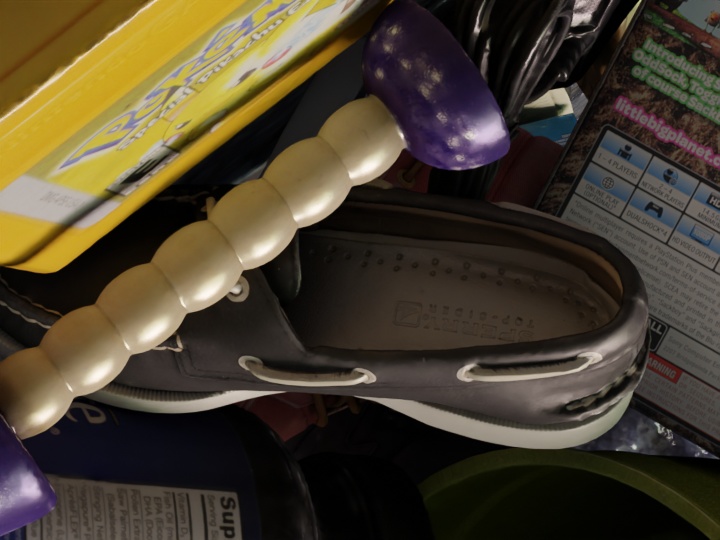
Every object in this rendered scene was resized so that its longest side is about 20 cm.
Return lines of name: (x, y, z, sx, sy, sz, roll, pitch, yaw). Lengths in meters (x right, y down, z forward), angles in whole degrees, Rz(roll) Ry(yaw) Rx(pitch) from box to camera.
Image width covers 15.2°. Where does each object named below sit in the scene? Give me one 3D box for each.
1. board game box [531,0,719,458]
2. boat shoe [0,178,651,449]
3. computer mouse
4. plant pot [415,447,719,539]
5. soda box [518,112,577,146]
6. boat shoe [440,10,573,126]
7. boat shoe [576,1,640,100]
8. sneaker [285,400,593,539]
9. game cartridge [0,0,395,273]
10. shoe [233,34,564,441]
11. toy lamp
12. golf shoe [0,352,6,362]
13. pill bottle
board game box: (0.157, -0.038, 0.846, 0.201, 0.159, 0.097, -62, 171, 14)
boat shoe: (-0.016, 0.005, 0.766, 0.060, 0.199, 0.074, 94, 9, -63)
computer mouse: (0.069, -0.110, 0.804, 0.200, 0.046, 0.141, -54, 171, -26)
plant pot: (0.121, 0.145, 0.888, 0.192, 0.201, 0.200, -8, 154, -50)
soda box: (0.000, 0.000, 1.034, 0.199, 0.064, 0.068, -14, 165, -29)
boat shoe: (0.051, -0.071, 1.117, 0.071, 0.068, 0.200, -10, 163, 5)
boat shoe: (0.107, -0.106, 1.054, 0.063, 0.073, 0.200, -34, 175, -3)
sneaker: (0.066, 0.041, 0.965, 0.200, 0.114, 0.076, -35, 143, -6)
game cartridge: (-0.038, -0.062, 0.654, 0.176, 0.032, 0.200, -37, 177, 4)
shoe: (-0.009, 0.025, 0.906, 0.201, 0.091, 0.071, -62, 172, -8)
toy lamp: (-0.053, 0.008, 0.707, 0.200, 0.058, 0.058, -35, 175, -10)
golf shoe: (-0.108, 0.052, 0.894, 0.072, 0.092, 0.200, -32, 172, -25)
pill bottle: (-0.082, 0.091, 0.797, 0.199, 0.112, 0.112, 7, 151, -30)
